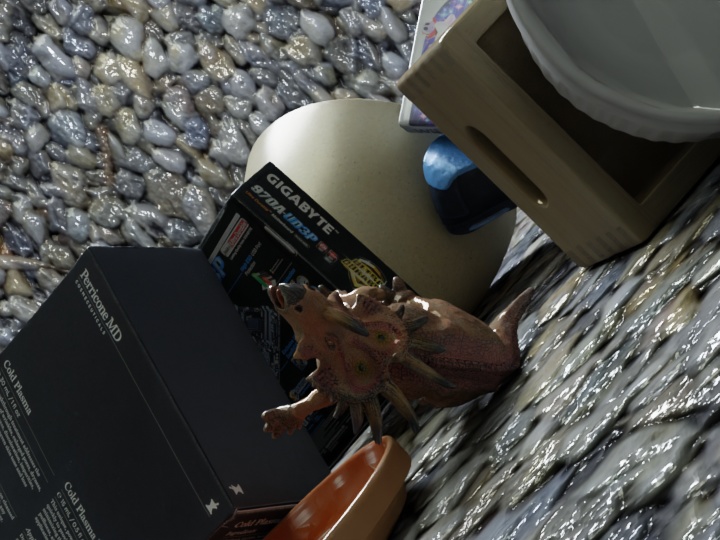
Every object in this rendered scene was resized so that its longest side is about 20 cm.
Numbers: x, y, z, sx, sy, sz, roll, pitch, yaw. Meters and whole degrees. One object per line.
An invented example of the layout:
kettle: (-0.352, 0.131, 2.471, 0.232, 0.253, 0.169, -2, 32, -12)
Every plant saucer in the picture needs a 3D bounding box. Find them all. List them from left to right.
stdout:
plant saucer: (-0.043, 0.170, 1.021, 0.200, 0.032, 0.200, -45, 3, 3)

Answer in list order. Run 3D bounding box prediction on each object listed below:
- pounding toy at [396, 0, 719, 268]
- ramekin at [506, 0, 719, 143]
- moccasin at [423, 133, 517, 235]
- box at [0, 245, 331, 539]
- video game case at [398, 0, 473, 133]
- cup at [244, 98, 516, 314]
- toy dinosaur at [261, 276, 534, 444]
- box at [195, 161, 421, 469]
pounding toy: (0.126, -0.138, 1.124, 0.184, 0.200, 0.142, -47, 3, -15)
ramekin: (0.167, -0.158, 0.999, 0.202, 0.202, 0.094, -47, -7, -9)
moccasin: (0.125, -0.088, 1.325, 0.200, 0.068, 0.080, -24, 36, -21)
box: (-0.139, 0.117, 1.201, 0.104, 0.200, 0.182, 0, -38, -51)
video game case: (0.127, -0.156, 1.258, 0.018, 0.200, 0.144, 30, -112, -57)
cup: (0.000, 0.000, 1.357, 0.200, 0.200, 0.143, -43, 24, 46)
toy dinosaur: (0.030, 0.045, 1.043, 0.200, 0.086, 0.135, -3, -1, -29)
box: (-0.051, 0.048, 1.274, 0.046, 0.159, 0.200, -43, -7, -43)
